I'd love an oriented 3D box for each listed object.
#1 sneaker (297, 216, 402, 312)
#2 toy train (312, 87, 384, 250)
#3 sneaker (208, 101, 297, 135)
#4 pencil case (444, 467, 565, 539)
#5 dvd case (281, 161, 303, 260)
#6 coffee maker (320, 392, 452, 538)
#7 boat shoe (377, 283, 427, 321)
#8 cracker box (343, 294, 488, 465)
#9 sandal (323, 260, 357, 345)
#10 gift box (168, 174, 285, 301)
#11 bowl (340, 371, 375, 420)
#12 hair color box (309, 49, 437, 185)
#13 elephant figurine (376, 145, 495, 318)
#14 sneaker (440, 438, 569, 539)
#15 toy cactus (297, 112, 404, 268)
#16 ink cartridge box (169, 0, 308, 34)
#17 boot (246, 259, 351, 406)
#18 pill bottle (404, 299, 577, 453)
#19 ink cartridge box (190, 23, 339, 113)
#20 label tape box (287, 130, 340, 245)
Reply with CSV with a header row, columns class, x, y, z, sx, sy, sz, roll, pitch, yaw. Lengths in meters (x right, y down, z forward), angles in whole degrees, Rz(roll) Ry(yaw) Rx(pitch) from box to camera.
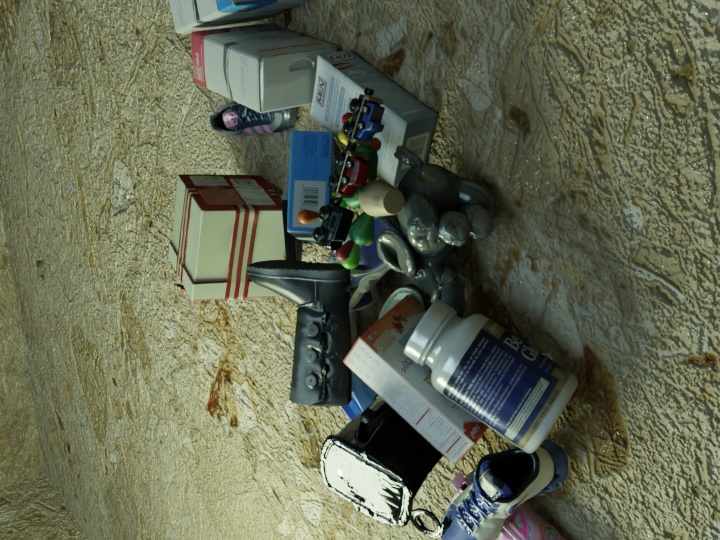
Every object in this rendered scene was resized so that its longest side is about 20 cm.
class,x,y,z,sx,sy,sz,roll,pitch,yaw
sneaker,0.000,0.001,1.331,0.199,0.115,0.081,-46,72,21
toy train,-0.012,-0.120,1.076,0.046,0.034,0.202,26,105,38
sneaker,-0.179,-0.254,1.466,0.199,0.081,0.071,-4,102,55
pencil case,0.208,0.355,1.211,0.200,0.087,0.088,43,137,34
dvd case,-0.105,-0.080,1.397,0.201,0.017,0.144,-92,-1,-64
coffee maker,0.070,0.243,1.219,0.192,0.200,0.135,42,136,6
boat shoe,0.065,0.097,1.306,0.071,0.061,0.203,22,127,19
cracker box,0.093,0.140,1.177,0.200,0.134,0.058,42,129,9
sandal,-0.043,0.086,1.467,0.082,0.049,0.205,14,118,51
gift box,-0.227,-0.056,1.535,0.200,0.182,0.189,-128,44,-56
bowl,-0.023,0.167,1.389,0.201,0.039,0.201,54,166,20
hair color box,0.013,-0.216,1.234,0.200,0.060,0.100,43,137,34
elephant figurine,0.090,-0.030,1.159,0.201,0.140,0.157,105,174,-53
sneaker,0.166,0.283,1.136,0.199,0.115,0.081,-45,56,17
toy cactus,-0.003,-0.101,1.135,0.165,0.101,0.203,19,98,62
ink cartridge box,-0.185,-0.423,1.338,0.199,0.143,0.085,2,106,54
boot,-0.088,0.091,1.276,0.163,0.066,0.203,5,103,24
pill bottle,0.157,0.124,1.096,0.199,0.111,0.112,34,135,12
ink cartridge box,-0.144,-0.309,1.334,0.199,0.144,0.086,29,127,45
label tape box,-0.062,-0.116,1.326,0.200,0.065,0.145,32,-121,-82
